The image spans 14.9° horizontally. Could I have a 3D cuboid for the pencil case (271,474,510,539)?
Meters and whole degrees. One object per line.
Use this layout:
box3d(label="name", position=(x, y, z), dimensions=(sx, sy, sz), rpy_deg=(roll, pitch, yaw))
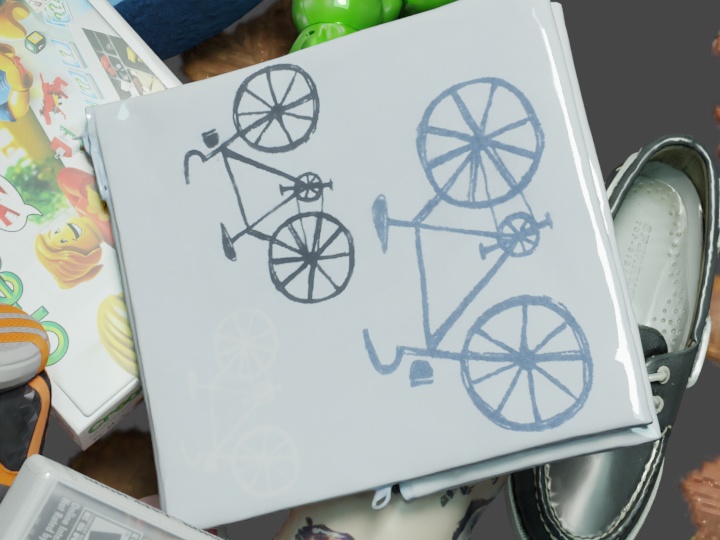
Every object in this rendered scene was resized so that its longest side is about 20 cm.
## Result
box3d(label="pencil case", position=(0.022, 0.083, 1.090), dimensions=(0.078, 0.089, 0.200), rpy_deg=(27, 85, 20))

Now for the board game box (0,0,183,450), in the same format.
box3d(label="board game box", position=(-0.129, -0.043, 1.112), dimensions=(0.126, 0.035, 0.200), rpy_deg=(-41, 80, -12))

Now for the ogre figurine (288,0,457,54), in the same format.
box3d(label="ogre figurine", position=(0.021, -0.066, 1.178), dimensions=(0.120, 0.098, 0.201), rpy_deg=(14, 83, -15))

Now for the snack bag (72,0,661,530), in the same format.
box3d(label="snack bag", position=(0.000, 0.000, 1.057), dimensions=(0.199, 0.021, 0.189), rpy_deg=(-15, 73, 8))

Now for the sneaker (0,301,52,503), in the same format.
box3d(label="sneaker", position=(-0.215, 0.075, 1.033), dimensions=(0.199, 0.112, 0.078), rpy_deg=(0, 25, -16))

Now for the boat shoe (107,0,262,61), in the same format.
box3d(label="boat shoe", position=(-0.062, -0.152, 1.172), dimensions=(0.200, 0.084, 0.069), rpy_deg=(-31, 68, 18))

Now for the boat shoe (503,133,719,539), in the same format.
box3d(label="boat shoe", position=(0.110, 0.032, 1.176), dimensions=(0.075, 0.060, 0.200), rpy_deg=(14, 65, -6))

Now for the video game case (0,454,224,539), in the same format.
box3d(label="video game case", position=(-0.092, 0.188, 0.993), dimensions=(0.182, 0.023, 0.200), rpy_deg=(29, 92, -32))

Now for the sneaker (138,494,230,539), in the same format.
box3d(label="sneaker", position=(-0.125, 0.136, 1.039), dimensions=(0.200, 0.075, 0.105), rpy_deg=(-52, 130, -35))
